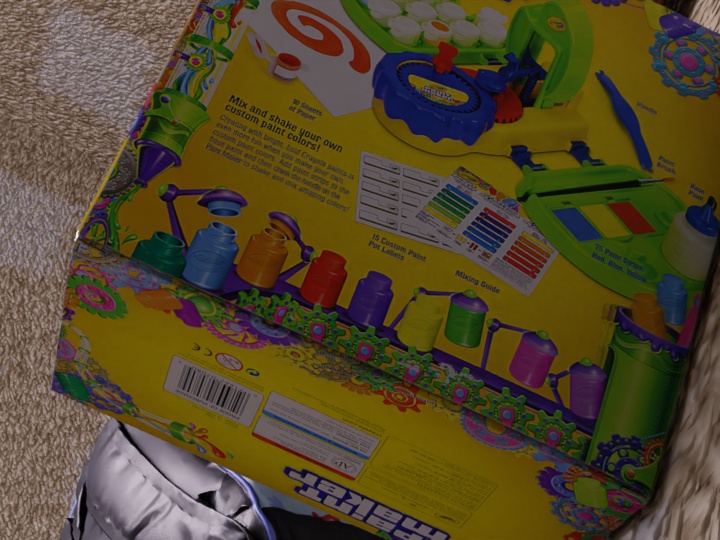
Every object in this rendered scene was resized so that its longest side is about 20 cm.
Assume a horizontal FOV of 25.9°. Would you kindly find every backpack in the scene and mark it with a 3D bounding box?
[{"bbox_3d":[-0.070,0.173,0.785,0.200,0.146,0.185,34,101,54],"label":"backpack"}]

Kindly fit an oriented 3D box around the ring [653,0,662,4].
[{"bbox_3d":[0.124,-0.071,0.862,0.200,0.019,0.202,-155,89,-88],"label":"ring"}]

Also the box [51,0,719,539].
[{"bbox_3d":[0.019,-0.019,0.578,0.122,0.198,0.194,118,176,-60],"label":"box"}]
